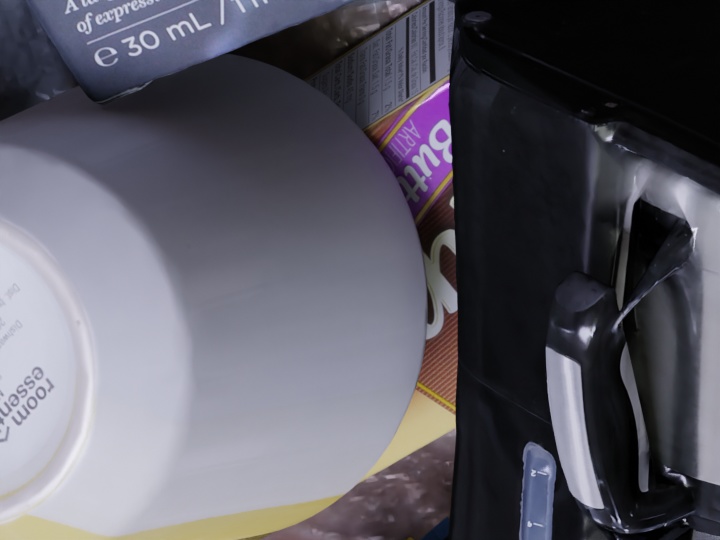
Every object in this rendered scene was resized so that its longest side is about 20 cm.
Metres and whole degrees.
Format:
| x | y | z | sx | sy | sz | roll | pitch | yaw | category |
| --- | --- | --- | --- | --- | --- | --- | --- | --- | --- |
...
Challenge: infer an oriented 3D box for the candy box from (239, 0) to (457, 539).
| x | y | z | sx | sy | sz | roll | pitch | yaw | category |
| --- | --- | --- | --- | --- | --- | --- | --- | --- | --- |
| 0.000 | 0.000 | 0.835 | 0.199 | 0.057 | 0.117 | -30 | 123 | 24 | candy box |

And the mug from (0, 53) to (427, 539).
| x | y | z | sx | sy | sz | roll | pitch | yaw | category |
| --- | --- | --- | --- | --- | --- | --- | --- | --- | --- |
| -0.075 | 0.035 | 0.728 | 0.148 | 0.153 | 0.188 | 3 | 98 | 22 | mug |

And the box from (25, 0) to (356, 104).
| x | y | z | sx | sy | sz | roll | pitch | yaw | category |
| --- | --- | --- | --- | --- | --- | --- | --- | --- | --- |
| -0.048 | -0.169 | 0.666 | 0.148 | 0.107 | 0.200 | -20 | 125 | 17 | box |

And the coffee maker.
| x | y | z | sx | sy | sz | roll | pitch | yaw | category |
| --- | --- | --- | --- | --- | --- | --- | --- | --- | --- |
| 0.086 | 0.019 | 0.710 | 0.134 | 0.192 | 0.201 | -8 | 121 | -16 | coffee maker |

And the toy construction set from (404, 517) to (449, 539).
| x | y | z | sx | sy | sz | roll | pitch | yaw | category |
| --- | --- | --- | --- | --- | --- | --- | --- | --- | --- |
| 0.024 | 0.109 | 0.844 | 0.199 | 0.093 | 0.131 | -24 | 169 | -13 | toy construction set |
